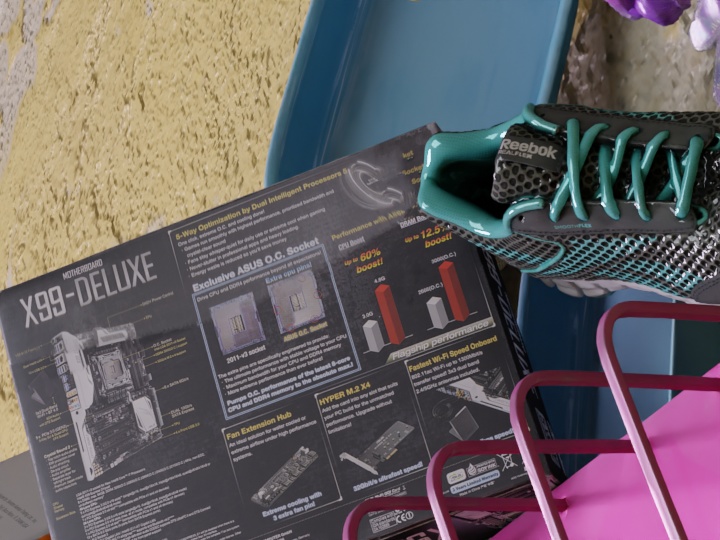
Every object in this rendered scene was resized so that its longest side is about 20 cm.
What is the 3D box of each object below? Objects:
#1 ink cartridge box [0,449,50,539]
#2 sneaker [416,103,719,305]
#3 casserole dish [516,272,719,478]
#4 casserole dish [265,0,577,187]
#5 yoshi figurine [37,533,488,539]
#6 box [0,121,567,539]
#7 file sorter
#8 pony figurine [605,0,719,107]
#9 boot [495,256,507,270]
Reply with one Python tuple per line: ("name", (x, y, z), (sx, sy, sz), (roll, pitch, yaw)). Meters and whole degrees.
("ink cartridge box", (-0.125, 0.130, 1.236), (0.145, 0.199, 0.084), (14, 125, 67))
("sneaker", (0.092, -0.026, 0.970), (0.200, 0.091, 0.078), (-8, 70, 56))
("casserole dish", (0.104, 0.052, 1.061), (0.121, 0.039, 0.201), (-18, 66, 61))
("casserole dish", (0.033, -0.083, 1.160), (0.121, 0.039, 0.201), (5, 68, 25))
("yoshi figurine", (-0.036, 0.129, 1.127), (0.199, 0.112, 0.112), (-15, 67, 14))
("box", (-0.034, 0.051, 1.068), (0.050, 0.199, 0.158), (52, -161, -65))
("file sorter", (0.082, 0.114, 0.923), (0.200, 0.125, 0.139), (-42, 56, 40))
("pony figurine", (0.108, -0.151, 0.989), (0.194, 0.199, 0.167), (103, 153, -45))
("boot", (0.000, 0.000, 1.259), (0.200, 0.072, 0.155), (49, 125, 53))
